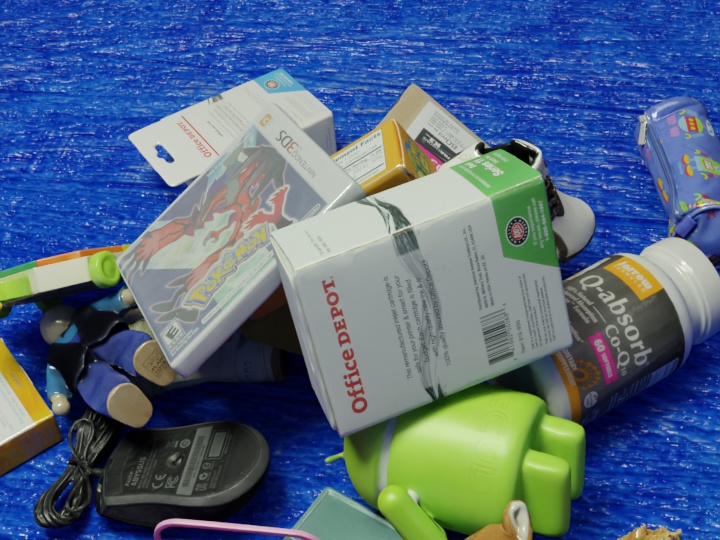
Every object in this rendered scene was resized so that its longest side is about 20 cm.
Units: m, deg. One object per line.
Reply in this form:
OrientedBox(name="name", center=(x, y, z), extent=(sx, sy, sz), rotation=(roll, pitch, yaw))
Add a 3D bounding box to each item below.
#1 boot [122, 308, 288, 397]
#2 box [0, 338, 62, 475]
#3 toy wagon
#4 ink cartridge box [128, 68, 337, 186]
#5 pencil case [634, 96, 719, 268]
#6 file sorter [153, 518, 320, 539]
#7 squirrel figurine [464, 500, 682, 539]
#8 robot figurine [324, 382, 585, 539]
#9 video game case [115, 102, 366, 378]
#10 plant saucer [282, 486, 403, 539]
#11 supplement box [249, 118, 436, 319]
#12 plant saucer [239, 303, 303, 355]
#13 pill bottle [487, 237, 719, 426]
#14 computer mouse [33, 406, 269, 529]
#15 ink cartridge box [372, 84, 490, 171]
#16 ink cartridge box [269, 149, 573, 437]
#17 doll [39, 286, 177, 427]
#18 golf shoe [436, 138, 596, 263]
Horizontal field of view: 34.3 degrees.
OrientedBox(name="boot", center=(-0.151, 0.033, 1.101), extent=(0.152, 0.073, 0.201), rotation=(-10, 44, 0))
OrientedBox(name="box", center=(-0.378, 0.152, 1.025), extent=(0.199, 0.042, 0.119), rotation=(-31, 50, -21))
OrientedBox(name="toy wagon", center=(-0.278, 0.010, 1.069), extent=(0.153, 0.040, 0.199), rotation=(-15, -2, 29))
OrientedBox(name="ink cartridge box", center=(-0.138, -0.134, 1.271), extent=(0.198, 0.067, 0.116), rotation=(-27, 48, -21))
OrientedBox(name="pencil case", center=(0.327, -0.094, 1.166), extent=(0.086, 0.078, 0.202), rotation=(18, 40, -17))
OrientedBox(name="file sorter", center=(-0.097, 0.287, 0.788), extent=(0.137, 0.127, 0.202), rotation=(2, 44, 8))
OrientedBox(name="squirrel figurine", center=(0.149, 0.251, 0.804), extent=(0.198, 0.143, 0.187), rotation=(-12, 40, -29))
OrientedBox(name="robot figurine", center=(0.075, 0.144, 0.919), extent=(0.197, 0.117, 0.176), rotation=(10, 37, 22))
OrientedBox(name="video game case", center=(-0.105, -0.032, 0.952), extent=(0.200, 0.023, 0.182), rotation=(-45, 37, 2))
OrientedBox(name="plant saucer", center=(0.032, 0.233, 0.908), extent=(0.198, 0.019, 0.070), rotation=(23, 51, 29))
OrientedBox(name="supplement box", center=(-0.031, -0.040, 0.961), extent=(0.198, 0.067, 0.069), rotation=(-27, 41, 22))
OrientedBox(name="plant saucer", center=(0.000, 0.000, 1.078), extent=(0.197, 0.049, 0.202), rotation=(16, 44, -10))
OrientedBox(name="pill bottle", center=(0.210, 0.055, 1.001), extent=(0.198, 0.117, 0.116), rotation=(-27, 47, -20))
OrientedBox(name="computer mouse", center=(-0.161, 0.171, 0.976), extent=(0.197, 0.053, 0.139), rotation=(-2, 42, 21))
OrientedBox(name="ink cartridge box", center=(0.079, -0.056, 1.077), extent=(0.199, 0.075, 0.165), rotation=(39, 38, -4))
OrientedBox(name="ink cartridge box", center=(0.045, 0.015, 0.875), extent=(0.198, 0.148, 0.083), rotation=(-20, 26, -11))
OrientedBox(name="doll", center=(-0.226, 0.068, 1.014), extent=(0.199, 0.048, 0.137), rotation=(18, 73, 52))
OrientedBox(name="golf shoe", center=(0.146, -0.061, 1.004), extent=(0.198, 0.095, 0.078), rotation=(4, 51, -37))
